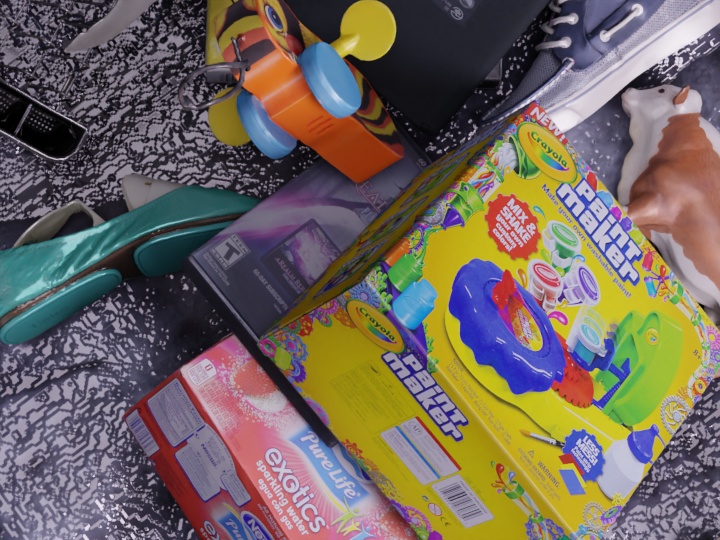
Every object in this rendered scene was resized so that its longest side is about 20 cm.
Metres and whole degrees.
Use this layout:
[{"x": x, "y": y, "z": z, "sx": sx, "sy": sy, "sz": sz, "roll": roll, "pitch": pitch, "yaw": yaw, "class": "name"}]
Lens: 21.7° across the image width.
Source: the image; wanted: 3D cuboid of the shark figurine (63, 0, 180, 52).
[{"x": -0.117, "y": -0.195, "z": 1.162, "sx": 0.127, "sy": 0.215, "sz": 0.090, "roll": 23, "pitch": 128, "yaw": -21, "class": "shark figurine"}]

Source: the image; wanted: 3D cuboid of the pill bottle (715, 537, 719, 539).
[{"x": 0.264, "y": 0.274, "z": 1.171, "sx": 0.113, "sy": 0.114, "sz": 0.202, "roll": 8, "pitch": 85, "yaw": -2, "class": "pill bottle"}]

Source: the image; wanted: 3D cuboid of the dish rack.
[{"x": -0.211, "y": -0.189, "z": 1.190, "sx": 0.153, "sy": 0.054, "sz": 0.201, "roll": 30, "pitch": 82, "yaw": -30, "class": "dish rack"}]

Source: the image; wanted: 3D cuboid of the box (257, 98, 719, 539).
[{"x": 0.083, "y": 0.045, "z": 1.117, "sx": 0.200, "sy": 0.122, "sz": 0.193, "roll": 50, "pitch": 51, "yaw": -8, "class": "box"}]

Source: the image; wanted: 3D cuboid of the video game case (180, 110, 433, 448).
[{"x": 0.000, "y": 0.000, "z": 1.177, "sx": 0.143, "sy": 0.019, "sz": 0.200, "roll": 50, "pitch": 53, "yaw": 2, "class": "video game case"}]

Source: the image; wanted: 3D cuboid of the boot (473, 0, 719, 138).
[{"x": 0.140, "y": -0.157, "z": 1.215, "sx": 0.199, "sy": 0.073, "sz": 0.091, "roll": -35, "pitch": 105, "yaw": -14, "class": "boot"}]

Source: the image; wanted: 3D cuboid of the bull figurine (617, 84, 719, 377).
[{"x": 0.209, "y": -0.023, "z": 1.218, "sx": 0.121, "sy": 0.065, "sz": 0.201, "roll": -32, "pitch": 86, "yaw": -2, "class": "bull figurine"}]

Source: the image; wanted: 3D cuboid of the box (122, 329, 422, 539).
[{"x": -0.044, "y": 0.137, "z": 1.160, "sx": 0.095, "sy": 0.100, "sz": 0.201, "roll": -31, "pitch": 86, "yaw": -35, "class": "box"}]

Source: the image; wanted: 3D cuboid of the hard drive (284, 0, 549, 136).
[{"x": 0.039, "y": -0.181, "z": 1.122, "sx": 0.139, "sy": 0.200, "sz": 0.033, "roll": 41, "pitch": 52, "yaw": 0, "class": "hard drive"}]

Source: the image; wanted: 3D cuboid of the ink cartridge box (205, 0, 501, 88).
[{"x": -0.002, "y": -0.223, "z": 1.235, "sx": 0.196, "sy": 0.047, "sz": 0.202, "roll": 1, "pitch": 87, "yaw": -2, "class": "ink cartridge box"}]

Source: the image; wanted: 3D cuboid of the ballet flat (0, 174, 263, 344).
[{"x": -0.156, "y": -0.023, "z": 1.203, "sx": 0.199, "sy": 0.067, "sz": 0.071, "roll": -24, "pitch": 73, "yaw": -6, "class": "ballet flat"}]

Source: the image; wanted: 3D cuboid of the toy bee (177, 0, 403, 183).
[{"x": -0.042, "y": -0.131, "z": 1.122, "sx": 0.130, "sy": 0.200, "sz": 0.109, "roll": -20, "pitch": 65, "yaw": 3, "class": "toy bee"}]
